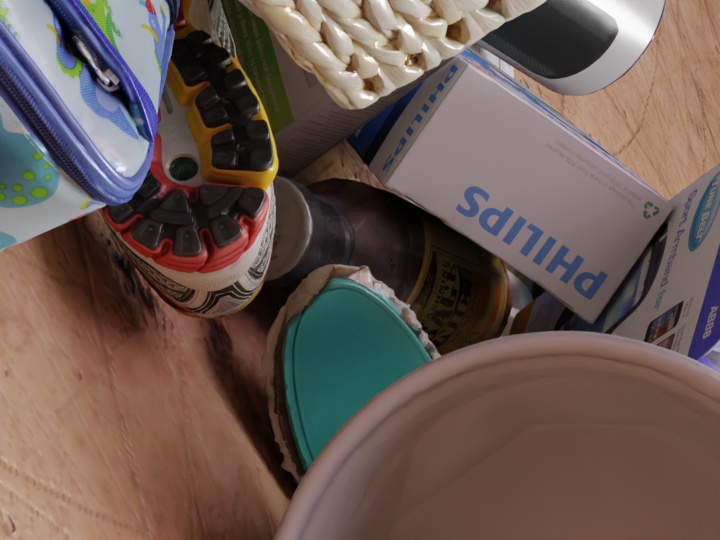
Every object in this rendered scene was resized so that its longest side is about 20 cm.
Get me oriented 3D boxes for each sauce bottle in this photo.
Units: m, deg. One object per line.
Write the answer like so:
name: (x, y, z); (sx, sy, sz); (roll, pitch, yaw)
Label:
sauce bottle: (0.000, 0.000, 1.135); (0.200, 0.066, 0.066); (16, 52, -66)

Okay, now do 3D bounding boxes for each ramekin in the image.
ramekin: (0.071, 0.121, 0.971); (0.105, 0.200, 0.201); (18, 49, -81)

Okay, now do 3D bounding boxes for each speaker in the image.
speaker: (0.040, -0.150, 1.248); (0.200, 0.081, 0.081); (29, 38, -41)

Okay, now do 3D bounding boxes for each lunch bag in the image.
lunch bag: (-0.132, -0.110, 0.857); (0.200, 0.082, 0.161); (54, 23, -30)

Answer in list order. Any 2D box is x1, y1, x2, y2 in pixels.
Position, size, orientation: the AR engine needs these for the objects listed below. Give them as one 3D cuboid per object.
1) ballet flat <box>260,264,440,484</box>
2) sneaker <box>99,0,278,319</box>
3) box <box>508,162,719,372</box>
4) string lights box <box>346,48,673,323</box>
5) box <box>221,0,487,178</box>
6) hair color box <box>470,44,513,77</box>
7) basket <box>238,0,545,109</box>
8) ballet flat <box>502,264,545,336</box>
ballet flat: (0.014, 0.081, 1.087); (0.072, 0.072, 0.200); (-79, 146, -62)
sneaker: (-0.078, -0.070, 1.003); (0.082, 0.078, 0.200); (82, -7, -59)
box: (0.107, 0.034, 1.108); (0.041, 0.200, 0.119); (31, 56, -16)
string lights box: (0.046, -0.051, 1.186); (0.103, 0.059, 0.200); (33, 6, -17)
box: (0.006, -0.141, 1.109); (0.036, 0.200, 0.145); (14, 52, -45)
hair color box: (0.000, -0.157, 1.341); (0.200, 0.064, 0.111); (54, 20, -30)
basket: (-0.007, -0.195, 0.953); (0.200, 0.161, 0.199); (42, 20, -52)
ballet flat: (0.071, 0.020, 1.285); (0.072, 0.072, 0.200); (52, 23, -38)
